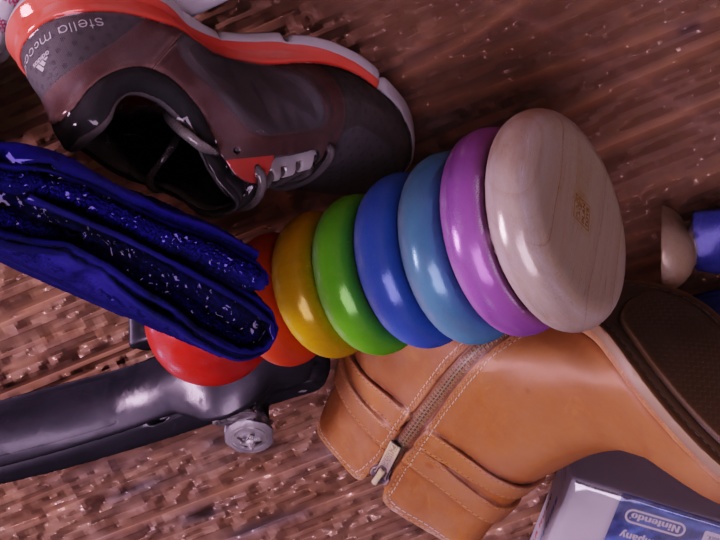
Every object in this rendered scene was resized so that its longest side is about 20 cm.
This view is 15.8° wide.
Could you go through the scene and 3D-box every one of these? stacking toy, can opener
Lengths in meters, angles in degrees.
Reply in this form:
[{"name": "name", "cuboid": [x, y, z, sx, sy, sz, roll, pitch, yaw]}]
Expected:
[{"name": "stacking toy", "cuboid": [0.000, 0.000, 1.017, 0.199, 0.085, 0.086, -14, 116, 31]}, {"name": "can opener", "cuboid": [-0.106, 0.058, 1.127, 0.199, 0.079, 0.063, -23, 152, 18]}]

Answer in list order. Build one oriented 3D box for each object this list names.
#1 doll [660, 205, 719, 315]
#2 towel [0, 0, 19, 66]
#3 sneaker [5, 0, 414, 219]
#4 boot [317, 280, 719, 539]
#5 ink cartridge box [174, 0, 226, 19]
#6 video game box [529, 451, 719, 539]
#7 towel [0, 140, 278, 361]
[{"name": "doll", "cuboid": [0.225, 0.012, 1.078, 0.199, 0.049, 0.137, 0, 117, 8]}, {"name": "towel", "cuboid": [-0.224, -0.095, 1.066, 0.146, 0.030, 0.200, 30, 114, -12]}, {"name": "sneaker", "cuboid": [-0.053, -0.048, 1.010, 0.199, 0.082, 0.077, 15, 138, -42]}, {"name": "boot", "cuboid": [0.076, 0.065, 1.074, 0.200, 0.074, 0.155, 44, 126, 24]}, {"name": "ink cartridge box", "cuboid": [-0.093, -0.196, 0.989, 0.103, 0.059, 0.201, -23, 113, 15]}, {"name": "video game box", "cuboid": [0.158, 0.184, 1.172, 0.199, 0.047, 0.183, 16, 119, -4]}, {"name": "towel", "cuboid": [-0.129, -0.027, 0.994, 0.147, 0.200, 0.050, 29, 84, -32]}]
